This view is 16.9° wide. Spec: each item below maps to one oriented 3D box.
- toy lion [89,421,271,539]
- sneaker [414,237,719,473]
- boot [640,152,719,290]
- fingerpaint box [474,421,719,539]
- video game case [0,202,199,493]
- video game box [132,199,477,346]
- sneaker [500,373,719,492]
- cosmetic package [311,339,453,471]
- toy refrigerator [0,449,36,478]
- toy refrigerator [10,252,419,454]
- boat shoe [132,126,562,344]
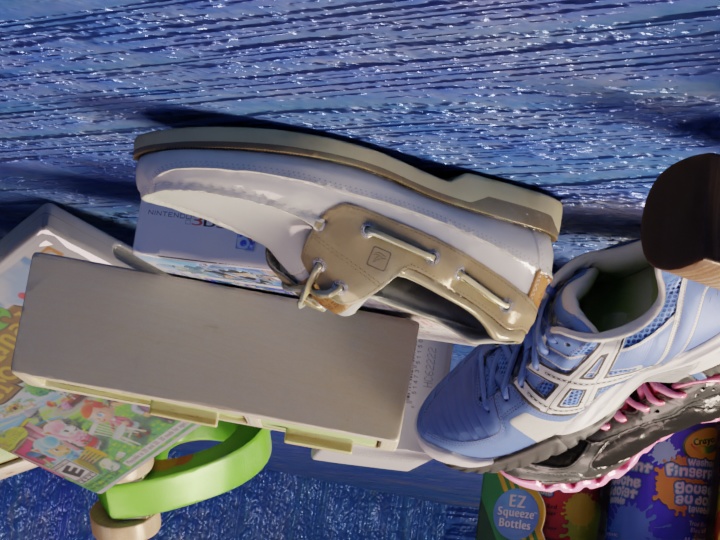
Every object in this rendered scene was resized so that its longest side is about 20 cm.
[{"bbox_3d":[-0.120,0.093,1.651,0.191,0.069,0.200,-16,-152,-19],"label":"toy lion"},{"bbox_3d":[0.099,0.031,1.151,0.199,0.076,0.077,-32,137,28],"label":"sneaker"},{"bbox_3d":[0.212,-0.013,0.859,0.154,0.074,0.200,9,179,-24],"label":"boot"},{"bbox_3d":[0.174,0.107,1.378,0.199,0.168,0.073,6,174,25],"label":"fingerpaint box"},{"bbox_3d":[-0.167,0.052,1.423,0.182,0.022,0.200,29,135,-29],"label":"video game case"},{"bbox_3d":[0.000,0.000,1.245,0.181,0.047,0.200,5,171,14],"label":"video game box"},{"bbox_3d":[0.158,0.056,1.265,0.199,0.079,0.095,-19,163,-1],"label":"sneaker"},{"bbox_3d":[0.013,0.069,1.518,0.071,0.102,0.200,8,173,-3],"label":"cosmetic package"},{"bbox_3d":[-0.202,0.074,1.537,0.199,0.070,0.076,-19,128,26],"label":"toy refrigerator"},{"bbox_3d":[-0.074,0.046,1.247,0.199,0.070,0.076,10,172,0],"label":"toy refrigerator"},{"bbox_3d":[-0.005,-0.015,1.056,0.199,0.069,0.075,11,171,-18],"label":"boat shoe"}]
